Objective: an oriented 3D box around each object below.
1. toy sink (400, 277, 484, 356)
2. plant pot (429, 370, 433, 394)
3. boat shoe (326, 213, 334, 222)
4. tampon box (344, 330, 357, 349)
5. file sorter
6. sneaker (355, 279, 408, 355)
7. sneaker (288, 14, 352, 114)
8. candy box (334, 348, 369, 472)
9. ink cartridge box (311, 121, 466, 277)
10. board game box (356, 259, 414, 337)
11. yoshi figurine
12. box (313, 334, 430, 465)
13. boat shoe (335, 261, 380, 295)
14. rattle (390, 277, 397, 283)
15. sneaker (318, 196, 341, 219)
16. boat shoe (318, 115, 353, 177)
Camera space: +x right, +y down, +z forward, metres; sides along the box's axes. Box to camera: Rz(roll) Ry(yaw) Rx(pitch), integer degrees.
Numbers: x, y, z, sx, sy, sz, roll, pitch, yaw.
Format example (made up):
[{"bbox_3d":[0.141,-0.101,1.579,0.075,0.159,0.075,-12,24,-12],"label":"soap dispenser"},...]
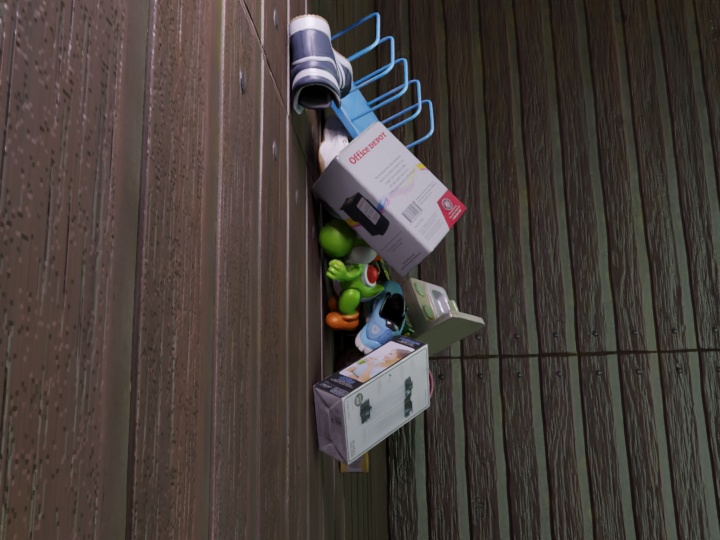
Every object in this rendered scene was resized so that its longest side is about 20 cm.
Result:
[{"bbox_3d":[0.111,0.092,1.504,0.130,0.200,0.112,15,49,-51],"label":"toy sink"},{"bbox_3d":[0.135,0.408,2.727,0.179,0.199,0.201,119,-27,-66],"label":"plant pot"},{"bbox_3d":[-0.022,-0.118,1.416,0.200,0.071,0.076,-86,173,-56],"label":"boat shoe"},{"bbox_3d":[0.045,0.169,1.672,0.126,0.149,0.201,71,18,-75],"label":"tampon box"},{"bbox_3d":[0.026,-0.304,1.328,0.200,0.122,0.139,52,25,-33],"label":"file sorter"},{"bbox_3d":[0.054,0.071,1.331,0.090,0.078,0.200,-54,-169,28],"label":"sneaker"},{"bbox_3d":[-0.051,-0.249,1.073,0.200,0.070,0.109,47,35,-73],"label":"sneaker"},{"bbox_3d":[-0.013,0.261,1.476,0.117,0.056,0.201,-80,166,-70],"label":"candy box"},{"bbox_3d":[0.046,-0.113,1.220,0.083,0.200,0.146,-44,-178,44],"label":"ink cartridge box"},{"bbox_3d":[0.026,0.067,1.475,0.023,0.105,0.200,29,30,-44],"label":"board game box"},{"bbox_3d":[-0.031,-0.007,1.290,0.112,0.112,0.201,-20,131,-44],"label":"yoshi figurine"},{"bbox_3d":[0.022,0.191,1.197,0.200,0.060,0.117,-27,121,-42],"label":"box"},{"bbox_3d":[0.000,0.000,1.435,0.200,0.072,0.072,112,-11,-55],"label":"boat shoe"},{"bbox_3d":[0.052,-0.003,1.633,0.200,0.142,0.131,-1,87,-63],"label":"rattle"},{"bbox_3d":[0.024,-0.128,1.325,0.200,0.112,0.072,1,74,-55],"label":"sneaker"},{"bbox_3d":[-0.031,-0.211,1.364,0.200,0.069,0.071,-86,173,-55],"label":"boat shoe"}]
